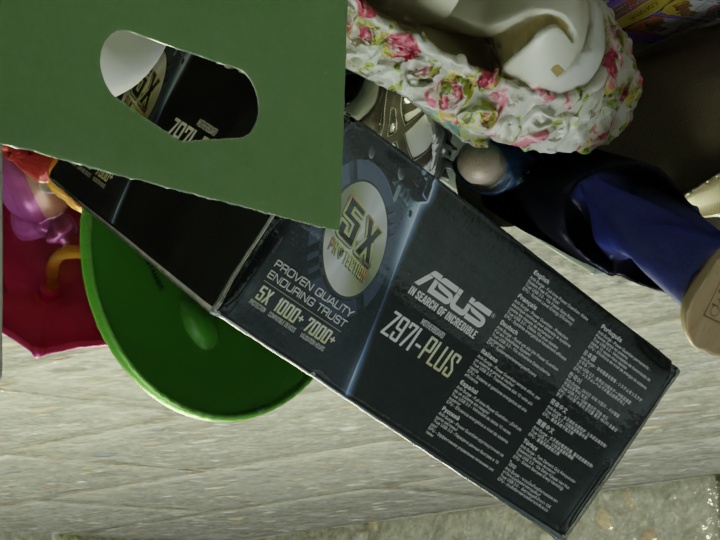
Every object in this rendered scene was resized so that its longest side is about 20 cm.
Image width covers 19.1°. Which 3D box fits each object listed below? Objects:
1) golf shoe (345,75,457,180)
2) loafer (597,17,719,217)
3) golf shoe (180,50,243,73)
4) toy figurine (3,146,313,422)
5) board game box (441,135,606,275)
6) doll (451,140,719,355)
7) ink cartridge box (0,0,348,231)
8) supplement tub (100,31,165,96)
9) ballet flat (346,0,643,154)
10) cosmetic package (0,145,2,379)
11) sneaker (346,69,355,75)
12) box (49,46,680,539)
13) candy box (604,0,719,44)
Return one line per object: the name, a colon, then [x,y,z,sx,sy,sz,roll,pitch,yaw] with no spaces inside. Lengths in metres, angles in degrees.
golf shoe: [0.006,-0.082,0.998,0.094,0.078,0.200,9,150,-14]
loafer: [0.112,-0.052,0.887,0.067,0.077,0.200,2,165,-26]
golf shoe: [-0.074,-0.140,0.800,0.199,0.098,0.078,20,-160,32]
toy figurine: [-0.126,-0.029,0.978,0.183,0.201,0.150,-3,-152,48]
board game box: [0.158,-0.049,1.081,0.199,0.065,0.147,3,-160,-34]
doll: [0.092,-0.019,0.790,0.136,0.049,0.200,16,-171,-29]
ink cartridge box: [-0.031,-0.123,0.574,0.048,0.202,0.145,-9,166,37]
supplement tub: [-0.174,-0.115,0.711,0.198,0.147,0.145,-7,167,19]
ballet flat: [0.031,-0.090,0.718,0.199,0.076,0.064,17,157,-32]
cosmetic package: [-0.205,-0.049,0.868,0.084,0.202,0.107,10,164,-40]
sneaker: [0.002,-0.134,0.823,0.120,0.084,0.200,3,153,11]
box: [0.000,0.000,0.845,0.200,0.086,0.164,35,180,-34]
candy box: [0.194,-0.141,0.835,0.198,0.072,0.168,4,166,-24]
